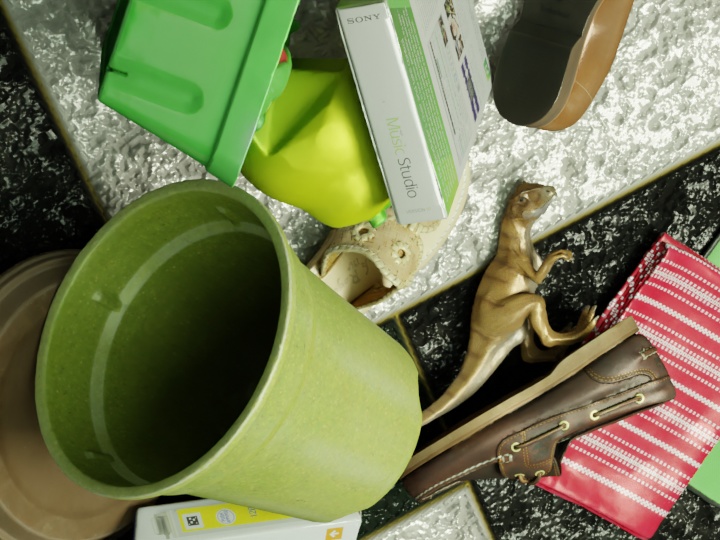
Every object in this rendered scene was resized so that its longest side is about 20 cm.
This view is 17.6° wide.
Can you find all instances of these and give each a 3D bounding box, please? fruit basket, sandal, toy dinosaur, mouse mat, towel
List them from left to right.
[{"bbox_3d":[-0.052,-0.118,1.392,0.215,0.216,0.156,14,104,-24],"label":"fruit basket"},{"bbox_3d":[0.003,0.004,1.535,0.212,0.070,0.078,-41,118,-1],"label":"sandal"},{"bbox_3d":[0.098,0.037,1.599,0.106,0.060,0.200,21,92,-13],"label":"toy dinosaur"},{"bbox_3d":[0.210,0.088,1.663,0.145,0.022,0.200,31,98,-27],"label":"towel"},{"bbox_3d":[0.274,0.064,1.692,0.161,0.008,0.200,35,97,-27],"label":"mouse mat"}]

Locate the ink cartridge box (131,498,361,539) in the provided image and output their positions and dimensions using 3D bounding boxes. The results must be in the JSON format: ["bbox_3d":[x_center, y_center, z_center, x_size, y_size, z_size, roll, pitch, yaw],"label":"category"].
[{"bbox_3d":[-0.112,0.227,1.557,0.200,0.047,0.198,-4,137,-18],"label":"ink cartridge box"}]

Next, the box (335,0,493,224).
[{"bbox_3d":[0.037,-0.136,1.427,0.036,0.200,0.144,-9,116,16],"label":"box"}]

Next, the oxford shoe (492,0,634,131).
[{"bbox_3d":[0.152,-0.186,1.529,0.071,0.071,0.200,10,108,-53],"label":"oxford shoe"}]

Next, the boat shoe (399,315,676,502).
[{"bbox_3d":[0.120,0.110,1.597,0.200,0.070,0.070,-32,87,9],"label":"boat shoe"}]

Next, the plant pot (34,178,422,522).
[{"bbox_3d":[-0.064,0.069,1.434,0.184,0.200,0.200,29,99,-46],"label":"plant pot"}]

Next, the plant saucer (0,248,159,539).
[{"bbox_3d":[-0.180,0.087,1.474,0.200,0.029,0.200,-6,98,-44],"label":"plant saucer"}]
